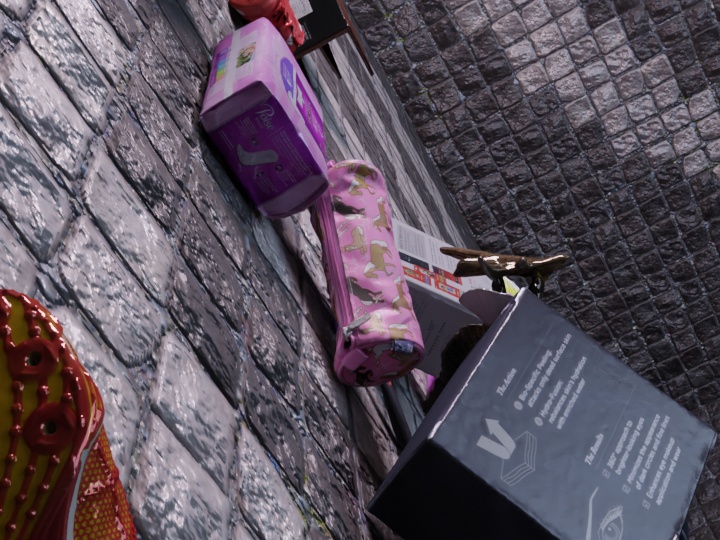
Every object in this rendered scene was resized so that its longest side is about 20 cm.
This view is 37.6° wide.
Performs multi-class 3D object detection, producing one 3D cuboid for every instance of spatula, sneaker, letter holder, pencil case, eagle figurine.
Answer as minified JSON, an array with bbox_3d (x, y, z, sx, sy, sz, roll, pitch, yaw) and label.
[{"bbox_3d":[0.009,0.089,1.000,0.201,0.020,0.056,64,16,-1],"label":"spatula"},{"bbox_3d":[-0.101,0.102,0.338,0.077,0.072,0.202,102,-31,-71],"label":"sneaker"},{"bbox_3d":[-0.069,-0.372,1.571,0.201,0.100,0.142,68,9,28],"label":"letter holder"},{"bbox_3d":[-0.103,-0.319,1.325,0.116,0.078,0.201,57,13,-24],"label":"sneaker"},{"bbox_3d":[0.000,0.000,0.944,0.087,0.082,0.202,100,-19,-60],"label":"pencil case"},{"bbox_3d":[0.144,0.084,0.976,0.152,0.149,0.202,-161,-109,-70],"label":"eagle figurine"}]

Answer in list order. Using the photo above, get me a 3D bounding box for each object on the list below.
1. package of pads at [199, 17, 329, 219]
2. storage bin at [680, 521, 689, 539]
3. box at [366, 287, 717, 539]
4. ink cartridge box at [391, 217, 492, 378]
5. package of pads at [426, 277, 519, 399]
[{"bbox_3d":[-0.085,-0.142,0.964,0.121,0.075,0.201,56,12,-27],"label":"package of pads"},{"bbox_3d":[0.196,0.272,0.994,0.146,0.199,0.135,60,29,-20],"label":"storage bin"},{"bbox_3d":[0.145,0.156,0.824,0.199,0.118,0.197,38,44,4],"label":"box"},{"bbox_3d":[0.052,0.021,1.131,0.174,0.084,0.200,25,17,-6],"label":"ink cartridge box"},{"bbox_3d":[0.140,0.089,1.277,0.068,0.156,0.200,27,13,-3],"label":"package of pads"}]
